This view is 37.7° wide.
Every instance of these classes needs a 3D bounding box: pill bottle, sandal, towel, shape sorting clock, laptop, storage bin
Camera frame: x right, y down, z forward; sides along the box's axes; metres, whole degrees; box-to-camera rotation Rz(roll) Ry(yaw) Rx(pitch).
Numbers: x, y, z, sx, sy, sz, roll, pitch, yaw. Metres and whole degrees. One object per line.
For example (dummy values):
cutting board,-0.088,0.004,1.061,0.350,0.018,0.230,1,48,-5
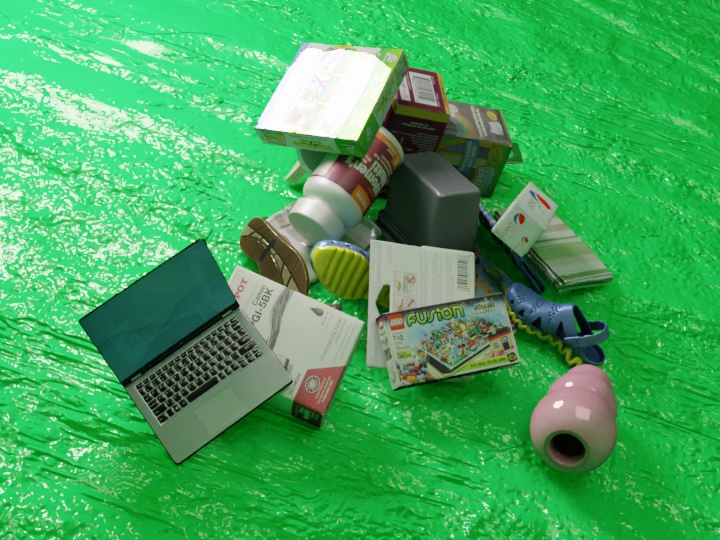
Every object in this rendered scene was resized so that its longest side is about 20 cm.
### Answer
pill bottle,-0.024,-0.138,1.698,0.109,0.110,0.201,30,69,12
sandal,0.000,0.000,1.638,0.199,0.080,0.087,25,23,-37
towel,0.239,-0.052,1.799,0.024,0.145,0.201,-38,55,4
towel,-0.073,-0.063,1.740,0.149,0.031,0.200,36,43,18
sandal,0.323,0.080,1.692,0.199,0.087,0.080,36,42,7
towel,0.341,-0.041,1.875,0.148,0.031,0.200,-6,45,-40
sandal,-0.124,-0.010,1.622,0.054,0.080,0.200,32,14,-45
shape sorting clock,0.179,0.037,1.729,0.198,0.039,0.201,12,41,-10
laptop,-0.217,0.105,1.342,0.187,0.116,0.201,-35,77,-13
storage bin,0.128,-0.104,1.753,0.144,0.135,0.200,-8,34,-25

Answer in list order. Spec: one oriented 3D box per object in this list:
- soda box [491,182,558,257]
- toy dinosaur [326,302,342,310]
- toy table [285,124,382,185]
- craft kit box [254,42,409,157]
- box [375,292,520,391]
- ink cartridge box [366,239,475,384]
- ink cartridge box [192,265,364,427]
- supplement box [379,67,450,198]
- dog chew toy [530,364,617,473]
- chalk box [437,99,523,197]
soda box,0.275,-0.087,1.751,0.068,0.064,0.200,41,22,3
toy dinosaur,-0.095,0.100,1.545,0.199,0.061,0.106,-16,23,-40
toy table,-0.052,-0.234,1.823,0.200,0.117,0.184,-43,101,-25
craft kit box,-0.045,-0.282,1.715,0.196,0.049,0.201,9,59,30
box,0.129,0.104,1.550,0.198,0.035,0.111,-9,77,-21
ink cartridge box,0.088,0.063,1.591,0.172,0.044,0.202,7,72,-15
ink cartridge box,-0.113,0.104,1.454,0.198,0.083,0.148,23,70,4
supplement box,0.075,-0.242,1.868,0.102,0.201,0.132,8,41,-14
dog chew toy,0.321,0.206,1.545,0.124,0.125,0.200,28,33,8
chalk box,0.204,-0.226,1.968,0.198,0.124,0.125,9,40,-15
